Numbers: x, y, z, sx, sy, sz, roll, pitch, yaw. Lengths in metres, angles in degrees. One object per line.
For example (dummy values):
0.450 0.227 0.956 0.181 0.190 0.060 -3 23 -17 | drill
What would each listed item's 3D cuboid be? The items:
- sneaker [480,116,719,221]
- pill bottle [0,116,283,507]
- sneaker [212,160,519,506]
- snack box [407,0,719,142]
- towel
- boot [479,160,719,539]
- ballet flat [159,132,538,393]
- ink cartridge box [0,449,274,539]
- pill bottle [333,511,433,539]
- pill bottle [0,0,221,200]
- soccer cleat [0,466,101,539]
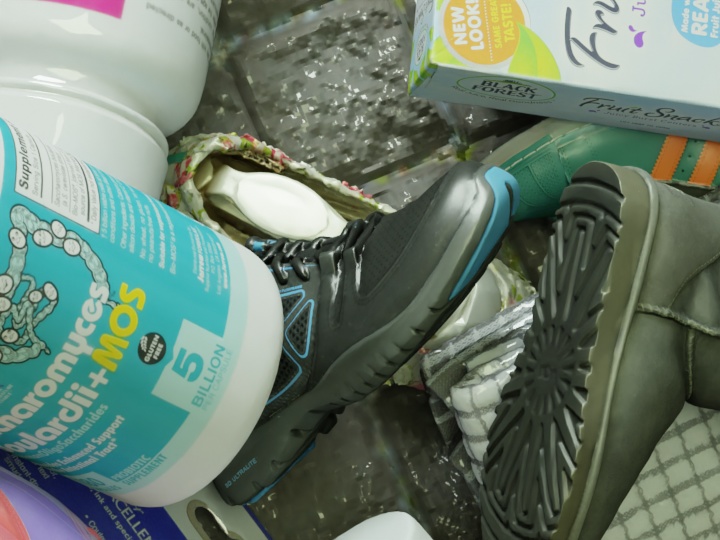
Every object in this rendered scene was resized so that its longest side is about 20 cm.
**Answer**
0.150 -0.040 1.039 0.199 0.071 0.080 -13 77 -13 | sneaker
-0.133 0.005 0.874 0.200 0.111 0.111 28 74 -34 | pill bottle
-0.018 0.015 0.948 0.082 0.200 0.073 47 32 2 | sneaker
0.126 -0.131 0.992 0.199 0.053 0.143 8 76 -9 | snack box
0.136 0.067 0.990 0.199 0.086 0.166 -28 110 -9 | towel
0.158 0.052 0.918 0.199 0.073 0.183 12 103 -27 | boot
0.000 0.000 1.010 0.199 0.064 0.076 23 74 -5 | ballet flat
-0.101 0.153 0.944 0.198 0.047 0.200 53 34 3 | ink cartridge box
0.045 0.200 0.934 0.114 0.114 0.200 -41 101 -14 | pill bottle
-0.113 -0.121 0.979 0.113 0.113 0.201 12 71 -7 | pill bottle
-0.094 0.132 0.878 0.200 0.077 0.067 37 118 -12 | soccer cleat
